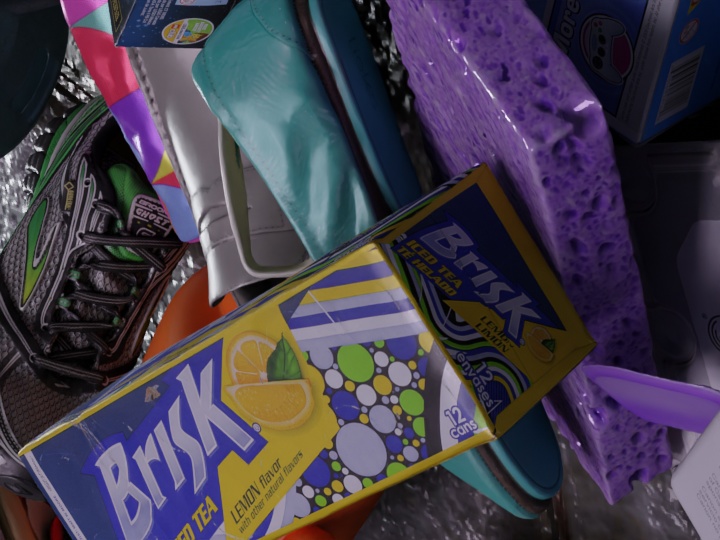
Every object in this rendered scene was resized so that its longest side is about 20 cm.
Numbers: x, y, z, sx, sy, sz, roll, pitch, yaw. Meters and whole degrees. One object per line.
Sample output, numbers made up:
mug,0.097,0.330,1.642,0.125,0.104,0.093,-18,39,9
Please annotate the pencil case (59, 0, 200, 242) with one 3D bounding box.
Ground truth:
pencil case,-0.080,-0.108,0.946,0.088,0.088,0.201,-29,90,54

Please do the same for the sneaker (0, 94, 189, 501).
sneaker,-0.115,0.000,0.985,0.078,0.201,0.085,26,148,-24

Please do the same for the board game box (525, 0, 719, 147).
board game box,0.054,-0.176,0.757,0.196,0.056,0.201,40,139,27

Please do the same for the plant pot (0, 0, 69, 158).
plant pot,-0.247,-0.116,1.069,0.195,0.200,0.201,3,116,40

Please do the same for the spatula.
spatula,0.124,0.082,0.808,0.056,0.021,0.200,12,150,32

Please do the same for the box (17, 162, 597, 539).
box,-0.023,0.043,0.772,0.200,0.064,0.070,-30,93,44

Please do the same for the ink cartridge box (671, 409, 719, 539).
ink cartridge box,0.172,0.067,0.630,0.146,0.083,0.200,62,162,18

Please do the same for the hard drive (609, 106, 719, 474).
hard drive,0.165,0.015,0.767,0.200,0.038,0.140,2,115,51

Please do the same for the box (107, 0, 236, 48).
box,-0.065,-0.197,0.819,0.137,0.037,0.201,126,138,-59

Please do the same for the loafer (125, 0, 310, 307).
loafer,-0.028,-0.014,0.866,0.070,0.070,0.200,-32,92,47

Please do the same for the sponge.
sponge,0.055,-0.018,0.790,0.112,0.030,0.200,56,170,38

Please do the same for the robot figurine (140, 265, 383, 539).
robot figurine,-0.044,0.071,0.992,0.144,0.116,0.200,48,143,15

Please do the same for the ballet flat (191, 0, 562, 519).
ballet flat,0.000,0.000,0.817,0.070,0.067,0.201,-24,93,23

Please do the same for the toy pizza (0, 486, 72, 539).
toy pizza,-0.107,0.117,1.076,0.032,0.200,0.201,-28,91,16
